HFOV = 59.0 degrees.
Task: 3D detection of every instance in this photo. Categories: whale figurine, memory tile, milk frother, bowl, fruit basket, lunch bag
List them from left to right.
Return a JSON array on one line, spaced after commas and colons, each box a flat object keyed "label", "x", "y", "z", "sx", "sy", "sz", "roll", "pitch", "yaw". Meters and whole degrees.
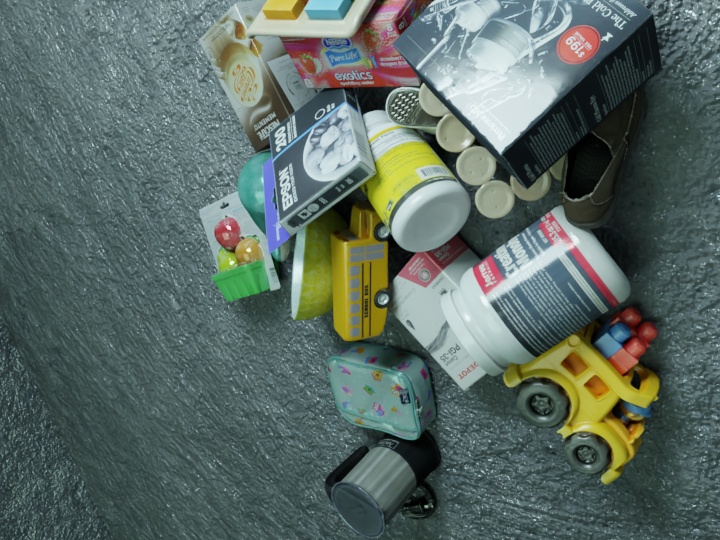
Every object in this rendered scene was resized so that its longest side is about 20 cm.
[{"label": "fruit basket", "x": -0.234, "y": -0.047, "z": 1.246, "sx": 0.185, "sy": 0.094, "sz": 0.201, "roll": -16, "pitch": 87, "yaw": 44}, {"label": "whale figurine", "x": -0.156, "y": -0.108, "z": 1.087, "sx": 0.200, "sy": 0.103, "sz": 0.159, "roll": 99, "pitch": 164, "yaw": -45}, {"label": "bowl", "x": -0.052, "y": -0.014, "z": 1.059, "sx": 0.107, "sy": 0.200, "sz": 0.201, "roll": 5, "pitch": 128, "yaw": -11}, {"label": "lunch bag", "x": 0.039, "y": 0.221, "z": 1.154, "sx": 0.199, "sy": 0.077, "sz": 0.161, "roll": 8, "pitch": 119, "yaw": 37}, {"label": "milk frother", "x": 0.055, "y": 0.420, "z": 1.176, "sx": 0.180, "sy": 0.188, "sz": 0.200, "roll": -34, "pitch": 90, "yaw": 47}, {"label": "memory tile", "x": 0.177, "y": -0.176, "z": 0.791, "sx": 0.153, "sy": 0.017, "sz": 0.200, "roll": -28, "pitch": 101, "yaw": 15}]

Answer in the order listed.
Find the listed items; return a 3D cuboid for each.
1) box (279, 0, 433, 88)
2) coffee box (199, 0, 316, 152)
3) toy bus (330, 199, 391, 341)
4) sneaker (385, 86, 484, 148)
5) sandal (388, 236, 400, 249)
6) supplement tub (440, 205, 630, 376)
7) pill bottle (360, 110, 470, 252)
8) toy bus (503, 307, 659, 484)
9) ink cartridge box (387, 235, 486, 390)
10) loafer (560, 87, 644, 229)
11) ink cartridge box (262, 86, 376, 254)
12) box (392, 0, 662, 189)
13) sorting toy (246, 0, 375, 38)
[{"label": "box", "x": 0.000, "y": -0.312, "z": 0.845, "sx": 0.199, "sy": 0.096, "sz": 0.100, "roll": 11, "pitch": 149, "yaw": 36}, {"label": "coffee box", "x": -0.155, "y": -0.308, "z": 1.014, "sx": 0.114, "sy": 0.080, "sz": 0.200, "roll": -20, "pitch": 100, "yaw": 45}, {"label": "toy bus", "x": 0.000, "y": 0.000, "z": 0.956, "sx": 0.065, "sy": 0.078, "sz": 0.201, "roll": -136, "pitch": 41, "yaw": -60}, {"label": "sneaker", "x": 0.138, "y": -0.207, "z": 0.842, "sx": 0.199, "sy": 0.085, "sz": 0.073, "roll": 17, "pitch": 107, "yaw": 9}, {"label": "sandal", "x": 0.063, "y": -0.072, "z": 0.960, "sx": 0.043, "sy": 0.076, "sz": 0.200, "roll": 30, "pitch": 146, "yaw": -30}, {"label": "supplement tub", "x": 0.216, "y": 0.027, "z": 0.798, "sx": 0.200, "sy": 0.140, "sz": 0.141, "roll": -37, "pitch": 87, "yaw": 16}, {"label": "pill bottle", "x": 0.056, "y": -0.130, "z": 0.876, "sx": 0.200, "sy": 0.112, "sz": 0.113, "roll": 60, "pitch": 144, "yaw": 36}, {"label": "toy bus", "x": 0.325, "y": 0.149, "z": 0.846, "sx": 0.200, "sy": 0.136, "sz": 0.192, "roll": 47, "pitch": 119, "yaw": 6}, {"label": "ink cartridge box", "x": 0.147, "y": 0.060, "z": 0.962, "sx": 0.200, "sy": 0.083, "sz": 0.147, "roll": 47, "pitch": 137, "yaw": 9}, {"label": "loafer", "x": 0.264, "y": -0.149, "z": 0.697, "sx": 0.073, "sy": 0.071, "sz": 0.201, "roll": 6, "pitch": 81, "yaw": 31}, {"label": "ink cartridge box", "x": -0.078, "y": -0.151, "z": 0.893, "sx": 0.200, "sy": 0.199, "sz": 0.043, "roll": -35, "pitch": 134, "yaw": 24}, {"label": "box", "x": 0.170, "y": -0.226, "z": 0.670, "sx": 0.182, "sy": 0.104, "sz": 0.200, "roll": -44, "pitch": 60, "yaw": 13}, {"label": "sorting toy", "x": -0.043, "y": -0.376, "z": 0.819, "sx": 0.200, "sy": 0.186, "sz": 0.036, "roll": 13, "pitch": 158, "yaw": 37}]
